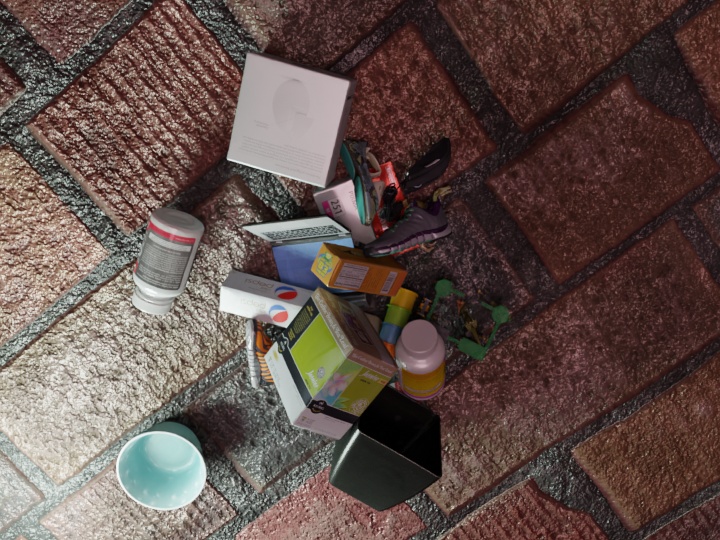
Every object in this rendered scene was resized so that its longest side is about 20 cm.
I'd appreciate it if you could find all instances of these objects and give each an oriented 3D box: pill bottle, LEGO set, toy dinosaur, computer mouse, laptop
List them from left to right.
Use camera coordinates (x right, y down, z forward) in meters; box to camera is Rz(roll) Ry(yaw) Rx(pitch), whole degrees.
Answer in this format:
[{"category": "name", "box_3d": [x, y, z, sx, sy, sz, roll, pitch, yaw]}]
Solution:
[{"category": "pill bottle", "box_3d": [-0.400, -0.016, 1.455, 0.109, 0.111, 0.202, 20, 107, -8]}, {"category": "laptop", "box_3d": [-0.113, -0.024, 1.435, 0.185, 0.200, 0.118, -6, 77, 19]}, {"category": "computer mouse", "box_3d": [0.117, -0.170, 1.421, 0.046, 0.141, 0.200, 42, 66, 14]}, {"category": "toy dinosaur", "box_3d": [0.123, -0.090, 1.481, 0.199, 0.058, 0.101, -40, 94, 0]}, {"category": "pill bottle", "box_3d": [0.125, 0.183, 1.472, 0.103, 0.105, 0.201, -8, 146, 1]}, {"category": "LEGO set", "box_3d": [0.218, 0.106, 1.533, 0.197, 0.116, 0.156, 17, 89, 6]}]

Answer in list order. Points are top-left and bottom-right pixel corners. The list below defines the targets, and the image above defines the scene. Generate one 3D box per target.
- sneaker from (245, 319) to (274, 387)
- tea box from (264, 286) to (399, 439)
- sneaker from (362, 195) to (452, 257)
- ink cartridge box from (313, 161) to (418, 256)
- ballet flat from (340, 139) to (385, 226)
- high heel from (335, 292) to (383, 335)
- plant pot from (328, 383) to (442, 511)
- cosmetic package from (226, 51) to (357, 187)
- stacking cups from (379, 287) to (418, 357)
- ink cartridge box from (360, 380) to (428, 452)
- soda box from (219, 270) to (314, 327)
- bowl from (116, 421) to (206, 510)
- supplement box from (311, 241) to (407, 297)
[{"category": "sneaker", "box_3d": [-0.188, 0.173, 1.536, 0.110, 0.078, 0.201, -7, 138, -8]}, {"category": "tea box", "box_3d": [-0.062, 0.180, 1.395, 0.133, 0.201, 0.197, 27, 109, -37]}, {"category": "sneaker", "box_3d": [0.084, -0.086, 1.400, 0.198, 0.074, 0.089, -18, 94, -26]}, {"category": "ink cartridge box", "box_3d": [0.016, -0.102, 1.474, 0.171, 0.044, 0.202, -20, 109, 7]}, {"category": "ballet flat", "box_3d": [0.014, -0.177, 1.385, 0.073, 0.202, 0.074, -12, 154, -6]}, {"category": "high heel", "box_3d": [-0.023, 0.134, 1.556, 0.141, 0.072, 0.202, -8, 120, 21]}, {"category": "plant pot", "box_3d": [0.039, 0.372, 1.481, 0.198, 0.201, 0.178, 31, 116, -10]}, {"category": "cosmetic package", "box_3d": [-0.128, -0.288, 1.352, 0.197, 0.123, 0.203, 16, 107, 1]}, {"category": "stacking cups", "box_3d": [0.069, 0.138, 1.502, 0.060, 0.060, 0.203, 18, 79, -8]}, {"category": "ink cartridge box", "box_3d": [0.056, 0.350, 1.609, 0.198, 0.084, 0.146, -23, 108, 5]}, {"category": "soda box", "box_3d": [-0.191, 0.065, 1.489, 0.197, 0.068, 0.064, 14, 122, 5]}, {"category": "bowl", "box_3d": [-0.439, 0.426, 1.611, 0.198, 0.105, 0.204, -1, 109, -2]}, {"category": "supplement box", "box_3d": [0.000, 0.000, 1.399, 0.199, 0.066, 0.069, 14, 111, -45]}]
